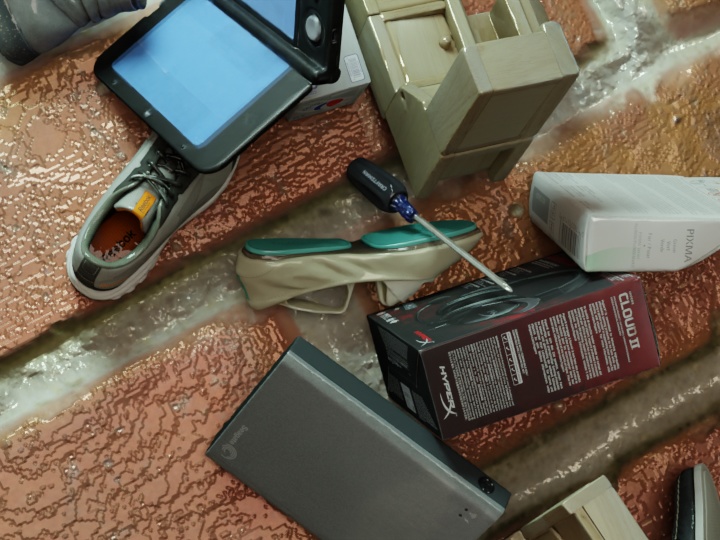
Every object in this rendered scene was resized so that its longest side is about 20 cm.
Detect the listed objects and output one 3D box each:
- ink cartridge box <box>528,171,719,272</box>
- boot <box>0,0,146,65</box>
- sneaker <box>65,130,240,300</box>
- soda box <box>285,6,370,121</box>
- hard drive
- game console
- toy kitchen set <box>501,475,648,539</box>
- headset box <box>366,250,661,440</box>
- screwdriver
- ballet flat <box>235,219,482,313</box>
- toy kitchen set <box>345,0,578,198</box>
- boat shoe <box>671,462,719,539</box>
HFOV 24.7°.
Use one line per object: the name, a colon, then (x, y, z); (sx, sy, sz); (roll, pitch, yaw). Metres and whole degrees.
ink cartridge box: (0.249, -0.040, 1.302); (0.199, 0.161, 0.050); (2, 105, -10)
boot: (-0.252, -0.271, 1.274); (0.131, 0.070, 0.200); (-26, 99, 12)
sneaker: (-0.153, -0.064, 1.278); (0.074, 0.079, 0.200); (35, 76, -2)
soda box: (-0.056, -0.227, 1.322); (0.063, 0.068, 0.201); (-18, 85, -13)
hard drive: (-0.005, 0.153, 1.250); (0.200, 0.140, 0.033); (37, 39, -3)
game console: (-0.111, -0.199, 1.233); (0.116, 0.200, 0.176); (-17, 129, -30)
toy kitchen set: (0.131, 0.278, 1.200); (0.180, 0.200, 0.163); (-31, 79, -17)
headset box: (0.123, 0.050, 1.268); (0.199, 0.149, 0.077); (-19, 103, -11)
screwdriver: (0.050, -0.033, 1.274); (0.029, 0.028, 0.200); (-21, 43, -23)
ballet flat: (0.000, 0.000, 1.309); (0.199, 0.069, 0.070); (-5, 83, -9)
toy kitchen set: (0.105, -0.195, 1.270); (0.163, 0.180, 0.201); (-14, 72, -19)
boat shoe: (0.258, 0.254, 1.311); (0.060, 0.076, 0.201); (-10, 64, 27)
